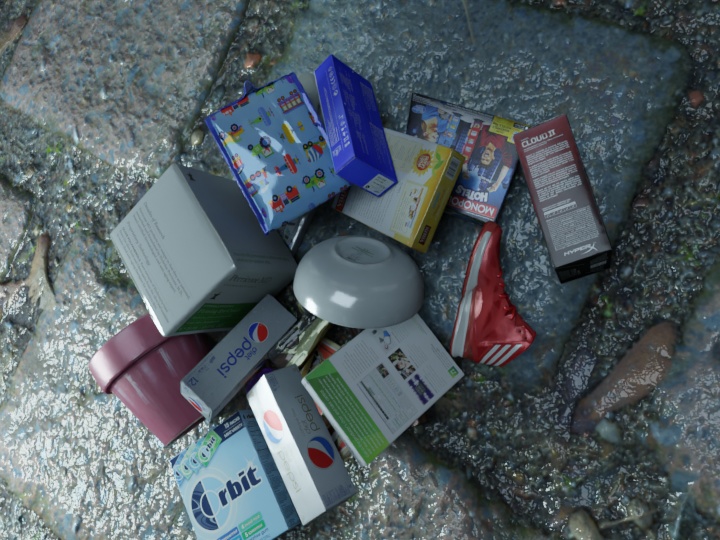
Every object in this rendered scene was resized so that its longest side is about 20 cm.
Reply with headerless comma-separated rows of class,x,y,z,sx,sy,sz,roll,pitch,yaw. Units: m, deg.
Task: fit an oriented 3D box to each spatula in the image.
spatula,-0.116,0.132,0.991,0.202,0.056,0.020,-55,36,0

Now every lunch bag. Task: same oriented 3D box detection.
lunch bag,-0.122,-0.179,0.872,0.148,0.094,0.204,-29,100,-6

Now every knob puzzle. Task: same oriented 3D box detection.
knob puzzle,-0.059,0.206,0.907,0.217,0.030,0.226,-27,54,43

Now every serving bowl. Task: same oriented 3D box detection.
serving bowl,0.000,0.000,0.871,0.196,0.199,0.067,20,123,24

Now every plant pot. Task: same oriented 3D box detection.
plant pot,-0.317,0.177,0.997,0.198,0.200,0.181,-37,85,13

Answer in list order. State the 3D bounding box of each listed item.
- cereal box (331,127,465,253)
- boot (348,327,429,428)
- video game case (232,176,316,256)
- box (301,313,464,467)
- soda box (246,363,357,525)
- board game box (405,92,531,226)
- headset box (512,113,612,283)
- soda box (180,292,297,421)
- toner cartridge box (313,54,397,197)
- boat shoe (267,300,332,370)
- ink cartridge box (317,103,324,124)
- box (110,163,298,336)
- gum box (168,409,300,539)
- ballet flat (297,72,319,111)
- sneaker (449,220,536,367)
cereal box,0.049,-0.128,0.891,0.199,0.039,0.147,31,100,46
boot,0.001,0.156,0.925,0.182,0.064,0.205,-20,74,13
video game case,-0.155,-0.134,1.057,0.180,0.022,0.204,29,94,24
box,0.033,0.153,0.849,0.198,0.036,0.145,-35,81,-25
soda box,-0.087,0.242,0.850,0.068,0.063,0.203,-45,65,40
board game box,0.135,-0.142,0.914,0.196,0.061,0.205,23,92,24
headset box,0.268,-0.098,0.803,0.073,0.148,0.206,-18,76,18
soda box,-0.189,0.134,0.942,0.068,0.064,0.200,39,58,5
toner cartridge box,-0.009,-0.214,0.882,0.043,0.094,0.205,-32,54,31
boat shoe,-0.072,0.067,0.936,0.065,0.072,0.203,33,76,-1
ink cartridge box,-0.098,-0.196,0.995,0.195,0.068,0.120,-11,78,20
box,-0.242,-0.027,0.961,0.171,0.198,0.202,-40,73,17
gum box,-0.212,0.364,0.991,0.168,0.044,0.203,-34,69,15
ballet flat,-0.118,-0.219,0.934,0.068,0.069,0.205,21,90,24
sneaker,0.200,0.039,0.848,0.112,0.078,0.206,15,110,14
